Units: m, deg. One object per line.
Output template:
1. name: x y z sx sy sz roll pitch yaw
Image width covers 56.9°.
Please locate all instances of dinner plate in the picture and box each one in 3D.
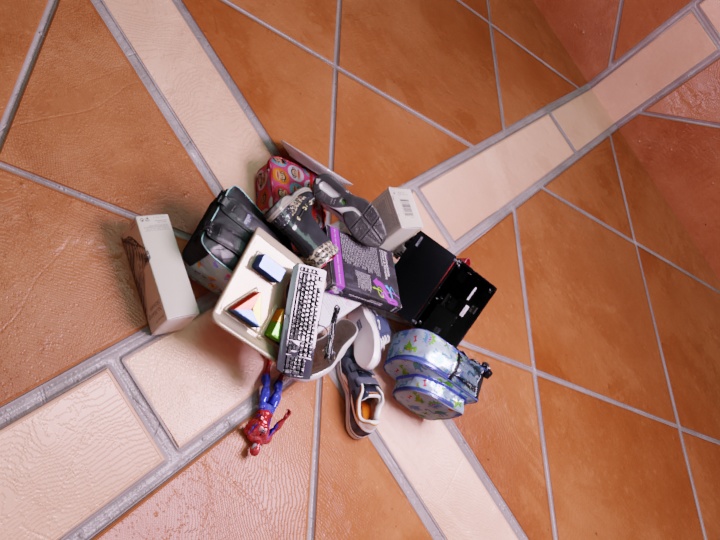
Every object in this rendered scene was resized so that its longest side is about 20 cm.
1. dinner plate: -0.105 -0.244 1.546 0.197 0.025 0.200 32 8 -5

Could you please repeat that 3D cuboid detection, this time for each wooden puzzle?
1. wooden puzzle: -0.155 0.050 1.215 0.184 0.046 0.203 38 61 -29

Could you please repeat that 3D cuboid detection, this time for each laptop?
1. laptop: 0.170 0.047 1.489 0.198 0.179 0.103 34 5 -21

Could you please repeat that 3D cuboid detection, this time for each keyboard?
1. keyboard: -0.087 0.099 1.229 0.125 0.020 0.206 15 79 -37

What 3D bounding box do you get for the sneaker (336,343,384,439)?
1. sneaker: 0.005 0.241 1.389 0.077 0.079 0.204 9 58 -35

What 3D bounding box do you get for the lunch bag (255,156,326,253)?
1. lunch bag: -0.147 -0.140 1.487 0.174 0.081 0.205 17 54 -38

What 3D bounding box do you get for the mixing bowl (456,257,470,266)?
1. mixing bowl: 0.189 0.056 1.600 0.106 0.203 0.202 13 44 16

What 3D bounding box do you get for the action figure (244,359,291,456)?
1. action figure: -0.162 0.242 1.235 0.064 0.099 0.204 29 52 -22

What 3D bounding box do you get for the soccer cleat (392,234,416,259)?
1. soccer cleat: 0.101 -0.061 1.579 0.068 0.198 0.086 -39 132 -24

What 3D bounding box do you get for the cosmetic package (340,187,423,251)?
1. cosmetic package: 0.046 -0.096 1.535 0.072 0.199 0.106 -3 67 -39

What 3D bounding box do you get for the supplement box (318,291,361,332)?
1. supplement box: -0.106 0.082 1.370 0.199 0.103 0.102 -30 85 -44

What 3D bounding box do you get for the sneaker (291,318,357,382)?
1. sneaker: -0.078 0.180 1.342 0.073 0.086 0.199 41 41 15

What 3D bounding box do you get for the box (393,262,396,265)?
1. box: -0.013 0.002 1.510 0.196 0.082 0.050 14 56 -34

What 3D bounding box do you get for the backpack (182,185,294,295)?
1. backpack: -0.232 -0.030 1.290 0.198 0.153 0.178 36 47 -20

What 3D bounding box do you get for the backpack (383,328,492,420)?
1. backpack: 0.148 0.227 1.443 0.199 0.182 0.149 38 59 -19

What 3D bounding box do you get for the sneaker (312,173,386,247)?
1. sneaker: -0.023 -0.132 1.454 0.200 0.115 0.076 44 90 -5

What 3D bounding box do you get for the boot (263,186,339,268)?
1. boot: -0.103 -0.083 1.340 0.154 0.073 0.204 48 20 -1

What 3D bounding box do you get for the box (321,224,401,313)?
1. box: 0.000 0.000 1.421 0.197 0.036 0.146 20 49 -36

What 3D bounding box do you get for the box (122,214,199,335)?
1. box: -0.365 0.006 1.209 0.067 0.082 0.204 -8 70 -43

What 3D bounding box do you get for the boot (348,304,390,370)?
1. boot: 0.034 0.148 1.436 0.089 0.073 0.202 30 26 -27
